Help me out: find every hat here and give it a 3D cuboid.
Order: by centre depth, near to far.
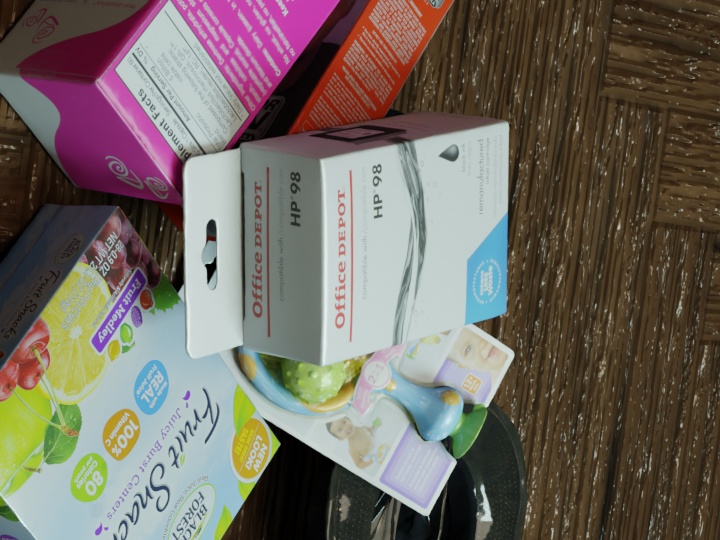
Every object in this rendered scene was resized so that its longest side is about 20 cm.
[{"bbox_3d":[0.020,0.162,1.455,0.200,0.080,0.203,0,90,-49],"label":"hat"}]

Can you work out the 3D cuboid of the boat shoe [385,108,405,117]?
[{"bbox_3d":[0.000,0.000,1.413,0.084,0.068,0.202,-9,105,-45],"label":"boat shoe"}]

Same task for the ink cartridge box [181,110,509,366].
[{"bbox_3d":[-0.004,-0.017,1.263,0.199,0.066,0.117,-15,110,-46],"label":"ink cartridge box"}]

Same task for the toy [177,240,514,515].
[{"bbox_3d":[-0.010,0.046,1.352,0.199,0.047,0.116,33,79,-14],"label":"toy"}]

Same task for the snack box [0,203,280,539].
[{"bbox_3d":[-0.148,0.092,1.266,0.169,0.067,0.201,-58,134,-31],"label":"snack box"}]

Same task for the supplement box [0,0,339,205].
[{"bbox_3d":[-0.097,-0.146,1.262,0.201,0.101,0.104,-54,132,-24],"label":"supplement box"}]

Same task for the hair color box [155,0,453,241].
[{"bbox_3d":[-0.035,-0.110,1.335,0.061,0.101,0.201,50,61,-40],"label":"hair color box"}]
